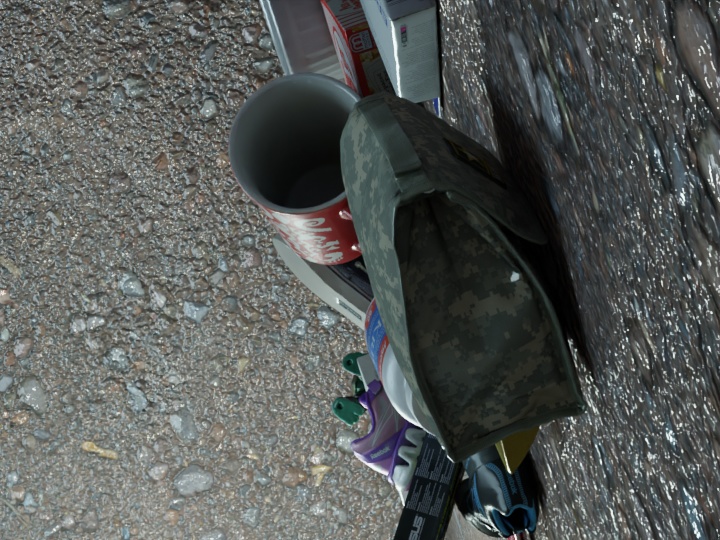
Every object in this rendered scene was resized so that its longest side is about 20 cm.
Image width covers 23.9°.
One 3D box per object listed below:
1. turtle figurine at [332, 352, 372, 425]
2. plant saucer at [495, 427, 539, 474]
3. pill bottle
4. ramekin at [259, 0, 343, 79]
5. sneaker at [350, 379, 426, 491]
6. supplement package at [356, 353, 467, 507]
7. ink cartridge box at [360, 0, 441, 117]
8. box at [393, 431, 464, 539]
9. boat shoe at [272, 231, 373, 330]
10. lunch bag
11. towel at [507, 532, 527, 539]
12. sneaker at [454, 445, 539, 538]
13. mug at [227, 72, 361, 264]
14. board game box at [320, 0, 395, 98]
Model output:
[{"bbox_3d":[0.031,0.168,2.399,0.200,0.100,0.150,11,-106,-62],"label":"turtle figurine"},{"bbox_3d":[0.095,0.026,1.353,0.200,0.048,0.200,-111,3,-52],"label":"plant saucer"},{"bbox_3d":[0.069,0.080,1.572,0.200,0.112,0.113,-116,8,-73],"label":"pill bottle"},{"bbox_3d":[-0.053,-0.285,1.751,0.200,0.097,0.201,161,90,-88],"label":"ramekin"},{"bbox_3d":[0.047,0.130,1.817,0.080,0.088,0.201,55,-125,-77],"label":"sneaker"},{"bbox_3d":[0.078,0.202,2.267,0.114,0.109,0.200,-111,4,-46],"label":"supplement package"},{"bbox_3d":[0.013,-0.237,1.332,0.200,0.043,0.197,83,168,-70],"label":"ink cartridge box"},{"bbox_3d":[0.076,0.224,1.747,0.193,0.047,0.200,81,-155,-67],"label":"box"},{"bbox_3d":[0.000,0.000,1.936,0.200,0.093,0.075,40,162,13],"label":"boat shoe"},{"bbox_3d":[0.059,-0.010,1.108,0.164,0.117,0.200,-111,-1,-62],"label":"lunch bag"},{"bbox_3d":[0.145,0.209,1.882,0.200,0.022,0.145,-115,9,-52],"label":"towel"},{"bbox_3d":[0.135,0.231,1.663,0.200,0.073,0.082,75,175,-62],"label":"sneaker"},{"bbox_3d":[-0.035,-0.065,1.594,0.200,0.133,0.178,70,-178,-72],"label":"mug"},{"bbox_3d":[0.019,-0.165,1.626,0.152,0.046,0.200,-115,7,-65],"label":"board game box"}]
